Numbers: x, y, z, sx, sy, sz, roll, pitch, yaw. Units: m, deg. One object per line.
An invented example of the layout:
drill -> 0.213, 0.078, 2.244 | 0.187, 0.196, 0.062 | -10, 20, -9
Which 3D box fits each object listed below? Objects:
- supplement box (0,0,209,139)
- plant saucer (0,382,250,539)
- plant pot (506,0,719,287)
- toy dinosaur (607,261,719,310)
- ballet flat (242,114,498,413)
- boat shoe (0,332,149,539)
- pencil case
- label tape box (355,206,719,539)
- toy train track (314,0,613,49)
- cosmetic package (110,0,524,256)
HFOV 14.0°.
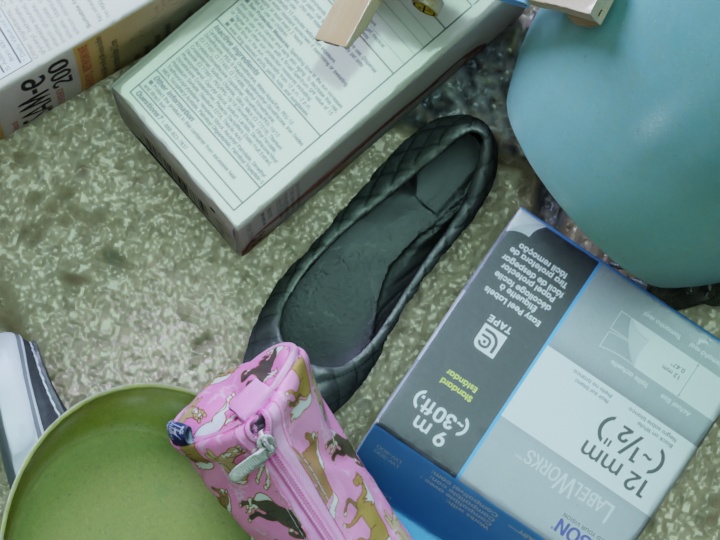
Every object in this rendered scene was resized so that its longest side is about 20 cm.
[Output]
supplement box -> -0.154, -0.132, 1.473 | 0.200, 0.126, 0.074 | -31, 86, -6
plant saucer -> -0.101, 0.156, 1.432 | 0.200, 0.031, 0.201 | 13, 70, -38
plant pot -> 0.169, -0.087, 1.402 | 0.161, 0.201, 0.201 | -41, 85, 21
toy dinosaur -> 0.237, -0.028, 1.503 | 0.200, 0.077, 0.102 | -40, 99, -3
ballet flat -> 0.000, 0.000, 1.497 | 0.066, 0.057, 0.200 | 34, 82, 3
boat shoe -> -0.135, 0.122, 1.470 | 0.066, 0.070, 0.201 | -17, 84, -12
pencil case -> -0.013, 0.135, 1.438 | 0.200, 0.083, 0.087 | 58, 41, -13
label tape box -> 0.084, 0.091, 1.484 | 0.143, 0.066, 0.200 | 34, 82, 3
toy train track -> 0.049, -0.142, 1.394 | 0.200, 0.033, 0.115 | 19, 77, 45
cosmetic package -> -0.019, -0.113, 1.496 | 0.200, 0.087, 0.103 | -40, 83, -6
